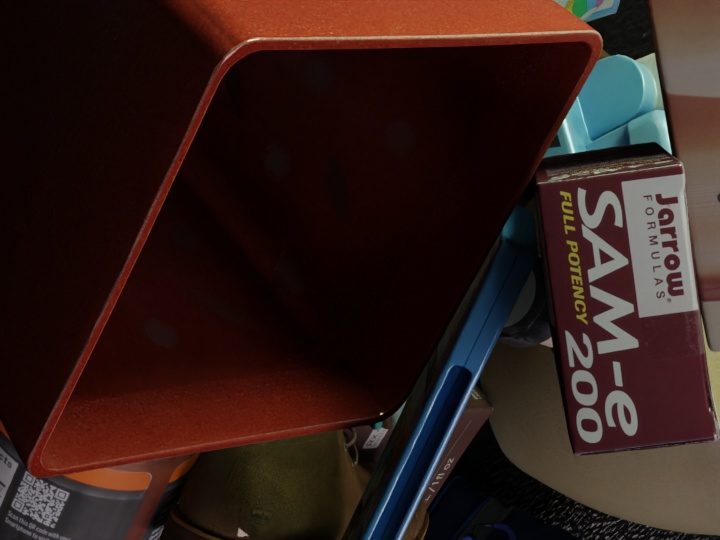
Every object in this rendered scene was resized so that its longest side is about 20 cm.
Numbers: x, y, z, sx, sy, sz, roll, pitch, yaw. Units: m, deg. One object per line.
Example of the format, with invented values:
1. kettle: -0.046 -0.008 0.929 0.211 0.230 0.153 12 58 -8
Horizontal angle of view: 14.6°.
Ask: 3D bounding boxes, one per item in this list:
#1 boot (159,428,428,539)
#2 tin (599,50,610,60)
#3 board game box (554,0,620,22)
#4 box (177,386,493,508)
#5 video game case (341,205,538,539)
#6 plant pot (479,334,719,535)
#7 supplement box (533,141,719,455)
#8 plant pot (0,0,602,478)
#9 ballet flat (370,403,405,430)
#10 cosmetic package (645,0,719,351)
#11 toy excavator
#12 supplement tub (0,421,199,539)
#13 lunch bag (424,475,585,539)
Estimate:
1. boot: -0.015 0.096 1.301 0.200 0.073 0.076 3 108 -63
2. tin: 0.053 -0.046 1.378 0.200 0.042 0.112 -27 150 -23
3. board game box: 0.047 -0.153 1.241 0.200 0.034 0.135 -19 142 -34
4. box: -0.036 0.084 1.403 0.200 0.075 0.100 1 129 -47
5. video game case: 0.025 0.071 1.183 0.143 0.018 0.200 -73 -171 -81
6. plant pot: 0.138 0.047 1.474 0.134 0.201 0.200 -9 156 20
7. supplement box: 0.106 0.007 1.150 0.061 0.109 0.200 -8 -176 3
8. plant pot: -0.065 -0.061 1.089 0.200 0.176 0.200 -7 134 -46
9. ballet flat: 0.000 0.000 1.287 0.071 0.069 0.200 -35 136 -4
10. cosmetic package: 0.175 -0.071 1.164 0.103 0.087 0.200 -10 131 8
11. toy excavator: 0.138 -0.072 1.296 0.200 0.195 0.100 -25 156 27
12. supplement tub: -0.131 0.086 1.264 0.107 0.107 0.200 -8 135 -43
13. lunch bag: 0.060 0.218 1.615 0.136 0.132 0.200 -51 157 -39
